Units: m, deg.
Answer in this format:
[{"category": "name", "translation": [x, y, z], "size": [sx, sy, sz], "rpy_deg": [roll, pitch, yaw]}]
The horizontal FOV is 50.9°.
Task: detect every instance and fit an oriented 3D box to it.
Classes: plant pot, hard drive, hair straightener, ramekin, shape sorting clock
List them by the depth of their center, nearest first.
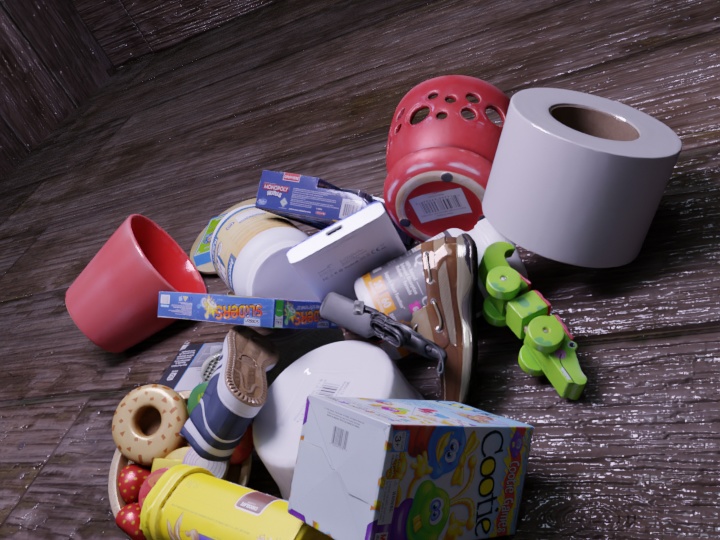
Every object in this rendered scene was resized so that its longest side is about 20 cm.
[{"category": "hair straightener", "translation": [0.018, 0.066, 0.830], "size": [0.199, 0.077, 0.041], "rpy_deg": [27, 87, 47]}, {"category": "ramekin", "translation": [-0.026, 0.174, 0.855], "size": [0.198, 0.098, 0.201], "rpy_deg": [-22, 32, 14]}, {"category": "hard drive", "translation": [0.000, 0.000, 0.988], "size": [0.131, 0.200, 0.026], "rpy_deg": [-28, 56, 4]}, {"category": "plant pot", "translation": [0.130, -0.145, 1.088], "size": [0.198, 0.201, 0.184], "rpy_deg": [-12, 45, 28]}, {"category": "plant pot", "translation": [-0.393, 0.033, 1.300], "size": [0.177, 0.201, 0.201], "rpy_deg": [-37, 30, 6]}, {"category": "shape sorting clock", "translation": [-0.236, -0.066, 1.433], "size": [0.198, 0.039, 0.201], "rpy_deg": [-21, 33, 14]}]

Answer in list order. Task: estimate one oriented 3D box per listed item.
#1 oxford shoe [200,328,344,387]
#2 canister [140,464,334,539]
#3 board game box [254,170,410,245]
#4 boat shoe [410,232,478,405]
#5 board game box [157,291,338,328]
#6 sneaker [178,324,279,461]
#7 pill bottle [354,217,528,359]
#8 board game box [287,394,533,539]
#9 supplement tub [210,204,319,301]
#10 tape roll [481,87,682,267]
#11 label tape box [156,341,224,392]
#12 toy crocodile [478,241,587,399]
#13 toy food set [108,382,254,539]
[{"category": "oxford shoe", "translation": [-0.117, 0.114, 1.014], "size": [0.198, 0.076, 0.058], "rpy_deg": [-17, 17, -20]}, {"category": "canister", "translation": [-0.101, 0.272, 0.734], "size": [0.198, 0.149, 0.087], "rpy_deg": [3, 44, 40]}, {"category": "board game box", "translation": [-0.024, -0.090, 1.168], "size": [0.198, 0.199, 0.063], "rpy_deg": [12, 87, 28]}, {"category": "boat shoe", "translation": [0.096, 0.059, 0.857], "size": [0.073, 0.076, 0.203], "rpy_deg": [0, 77, 12]}, {"category": "board game box", "translation": [-0.144, 0.051, 0.974], "size": [0.198, 0.135, 0.035], "rpy_deg": [2, 87, 35]}, {"category": "sneaker", "translation": [-0.153, 0.144, 0.888], "size": [0.109, 0.070, 0.200], "rpy_deg": [-57, 11, 14]}, {"category": "pill bottle", "translation": [0.101, 0.018, 0.949], "size": [0.198, 0.117, 0.117], "rpy_deg": [-29, 31, 4]}, {"category": "board game box", "translation": [0.050, 0.175, 0.671], "size": [0.104, 0.199, 0.104], "rpy_deg": [9, 88, 47]}, {"category": "supplement tub", "translation": [-0.142, -0.010, 1.171], "size": [0.144, 0.145, 0.200], "rpy_deg": [-37, 31, -10]}, {"category": "tape roll", "translation": [0.257, -0.114, 0.897], "size": [0.200, 0.141, 0.204], "rpy_deg": [9, 31, -5]}, {"category": "label tape box", "translation": [-0.227, 0.190, 1.037], "size": [0.143, 0.064, 0.201], "rpy_deg": [-8, 37, 33]}, {"category": "toy crocodile", "translation": [0.186, 0.052, 0.829], "size": [0.061, 0.068, 0.201], "rpy_deg": [-21, 52, -14]}, {"category": "toy food set", "translation": [-0.220, 0.234, 0.915], "size": [0.195, 0.049, 0.202], "rpy_deg": [-3, 62, 16]}]
